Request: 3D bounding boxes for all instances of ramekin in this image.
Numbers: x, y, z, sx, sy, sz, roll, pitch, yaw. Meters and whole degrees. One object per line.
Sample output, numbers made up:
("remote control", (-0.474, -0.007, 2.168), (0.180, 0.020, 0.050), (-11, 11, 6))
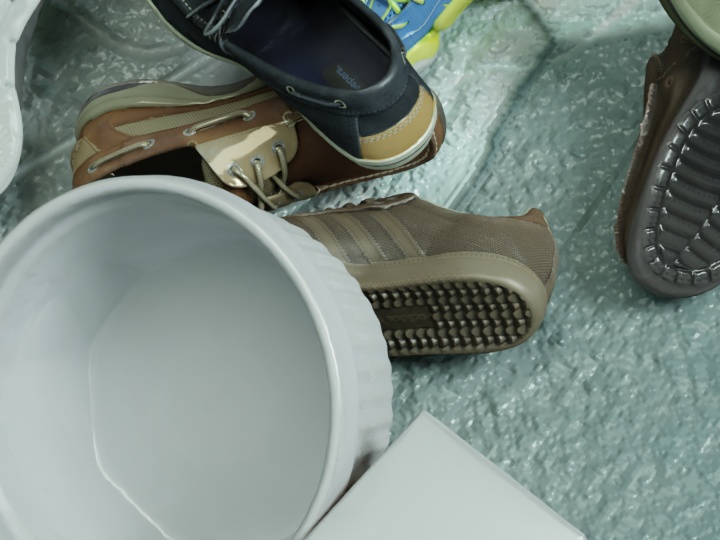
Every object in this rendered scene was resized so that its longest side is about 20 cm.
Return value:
("ramekin", (-0.079, 0.058, 1.046), (0.199, 0.105, 0.201), (0, 91, 22))

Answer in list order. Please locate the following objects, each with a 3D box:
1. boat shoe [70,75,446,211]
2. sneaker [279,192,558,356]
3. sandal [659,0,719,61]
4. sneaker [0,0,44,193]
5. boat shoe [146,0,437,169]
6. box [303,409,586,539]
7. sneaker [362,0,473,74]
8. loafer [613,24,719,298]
("boat shoe", (-0.054, -0.054, 1.147), (0.199, 0.076, 0.072), (-6, 44, 20))
("sneaker", (0.000, 0.000, 1.128), (0.199, 0.071, 0.076), (4, 39, 17))
("sandal", (0.222, -0.114, 1.076), (0.201, 0.057, 0.080), (36, 72, -11))
("sneaker", (-0.204, -0.128, 1.206), (0.077, 0.082, 0.201), (13, 79, -11))
("boat shoe", (-0.041, -0.125, 1.106), (0.075, 0.062, 0.200), (-42, 60, -12))
("box", (0.006, 0.181, 0.987), (0.097, 0.125, 0.200), (37, 76, 27))
("sneaker", (0.031, -0.168, 1.173), (0.200, 0.105, 0.076), (-35, 61, -7))
("loafer", (0.173, -0.078, 1.126), (0.073, 0.071, 0.201), (29, 75, -21))
